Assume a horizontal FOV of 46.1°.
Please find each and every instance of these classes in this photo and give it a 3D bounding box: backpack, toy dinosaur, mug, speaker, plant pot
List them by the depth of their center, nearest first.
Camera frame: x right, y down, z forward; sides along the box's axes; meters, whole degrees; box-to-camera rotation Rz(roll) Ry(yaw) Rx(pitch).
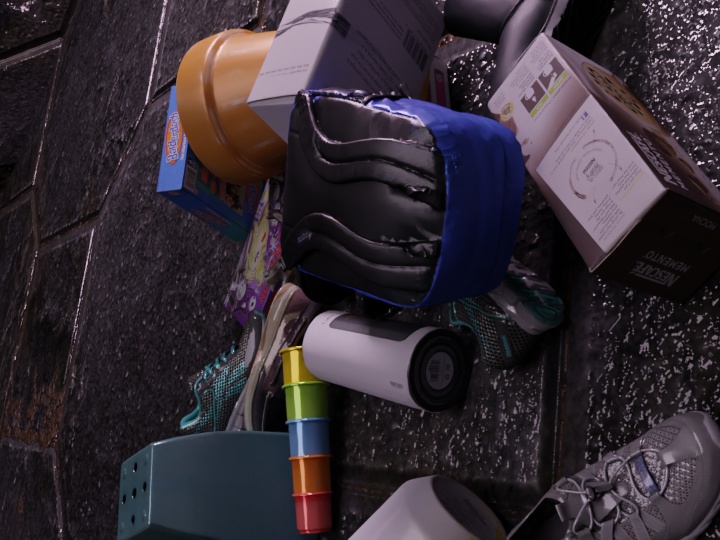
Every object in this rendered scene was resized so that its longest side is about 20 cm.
[{"bbox_3d":[0.045,-0.066,0.691,0.199,0.165,0.166,22,116,51],"label":"backpack"},{"bbox_3d":[0.064,0.272,0.723,0.154,0.185,0.150,-55,5,12],"label":"mug"},{"bbox_3d":[0.020,0.090,0.877,0.199,0.080,0.083,5,81,57],"label":"speaker"},{"bbox_3d":[-0.170,0.264,0.978,0.141,0.197,0.144,-34,50,43],"label":"plant pot"},{"bbox_3d":[-0.061,-0.050,1.040,0.200,0.076,0.104,-44,70,51],"label":"toy dinosaur"},{"bbox_3d":[-0.109,-0.230,1.112,0.181,0.199,0.205,-10,68,37],"label":"plant pot"}]

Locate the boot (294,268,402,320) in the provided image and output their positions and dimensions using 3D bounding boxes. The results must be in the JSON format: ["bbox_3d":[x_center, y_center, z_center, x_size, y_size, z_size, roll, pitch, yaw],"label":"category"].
[{"bbox_3d":[-0.002,0.000,0.909,0.159,0.078,0.213,59,149,36],"label":"boot"}]

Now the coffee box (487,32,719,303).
[{"bbox_3d":[0.194,-0.082,0.661,0.080,0.111,0.202,-51,40,29],"label":"coffee box"}]

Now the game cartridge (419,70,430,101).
[{"bbox_3d":[0.017,-0.197,0.980,0.175,0.032,0.205,-15,67,56],"label":"game cartridge"}]

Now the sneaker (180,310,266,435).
[{"bbox_3d":[-0.178,0.144,1.107,0.078,0.090,0.204,-151,80,-79],"label":"sneaker"}]

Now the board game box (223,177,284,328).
[{"bbox_3d":[-0.130,-0.020,1.188,0.119,0.032,0.204,31,103,51],"label":"board game box"}]

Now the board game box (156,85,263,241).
[{"bbox_3d":[-0.203,-0.146,1.195,0.044,0.200,0.155,-3,71,24],"label":"board game box"}]

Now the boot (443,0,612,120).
[{"bbox_3d":[0.139,-0.221,0.825,0.168,0.076,0.203,34,98,51],"label":"boot"}]

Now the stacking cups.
[{"bbox_3d":[-0.062,0.190,0.958,0.060,0.060,0.205,-18,70,51],"label":"stacking cups"}]

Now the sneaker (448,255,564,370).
[{"bbox_3d":[0.105,0.013,0.793,0.092,0.076,0.201,-62,33,25],"label":"sneaker"}]

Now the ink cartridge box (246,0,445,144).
[{"bbox_3d":[-0.008,-0.205,0.829,0.083,0.145,0.203,3,64,40],"label":"ink cartridge box"}]

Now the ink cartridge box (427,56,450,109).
[{"bbox_3d":[0.063,-0.133,0.944,0.094,0.037,0.204,-32,54,46],"label":"ink cartridge box"}]

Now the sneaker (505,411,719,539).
[{"bbox_3d":[0.179,0.174,0.609,0.201,0.081,0.075,-53,40,29],"label":"sneaker"}]

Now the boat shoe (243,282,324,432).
[{"bbox_3d":[-0.092,0.120,1.040,0.064,0.072,0.204,18,100,21],"label":"boat shoe"}]
